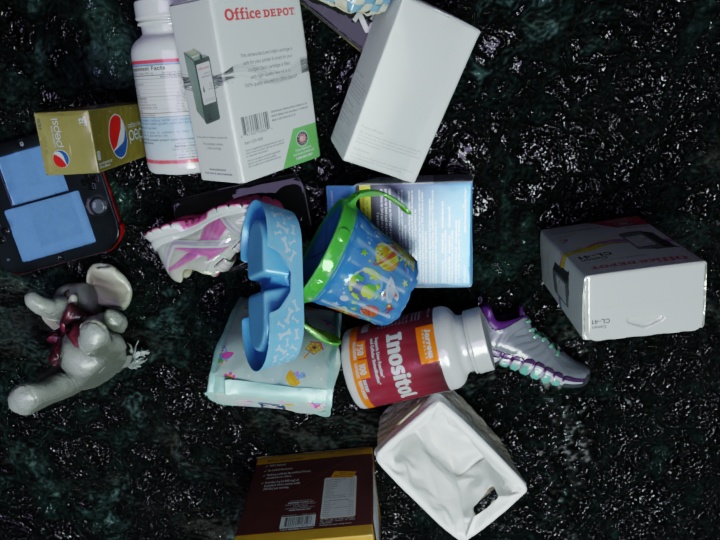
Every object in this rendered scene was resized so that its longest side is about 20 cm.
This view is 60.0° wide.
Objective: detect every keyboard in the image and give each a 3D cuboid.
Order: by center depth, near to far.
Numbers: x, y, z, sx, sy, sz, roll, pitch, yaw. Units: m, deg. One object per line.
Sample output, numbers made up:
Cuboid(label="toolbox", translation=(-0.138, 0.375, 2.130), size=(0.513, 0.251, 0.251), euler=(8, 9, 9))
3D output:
Cuboid(label="keyboard", translation=(-0.163, -0.058, 0.890), size=(0.194, 0.021, 0.131), euler=(-10, 101, 6))

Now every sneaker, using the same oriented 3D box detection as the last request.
Cuboid(label="sneaker", translation=(-0.189, -0.043, 0.850), size=(0.195, 0.081, 0.090), euler=(-16, 102, 14))
Cuboid(label="sneaker", translation=(0.249, 0.104, 0.903), size=(0.195, 0.075, 0.090), euler=(17, 102, -3))

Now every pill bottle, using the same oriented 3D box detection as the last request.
Cuboid(label="pill bottle", translation=(-0.230, -0.231, 0.791), size=(0.105, 0.109, 0.206), euler=(-3, 107, 2))
Cuboid(label="pill bottle", translation=(0.080, 0.115, 0.862), size=(0.195, 0.113, 0.116), euler=(-16, 107, 14))

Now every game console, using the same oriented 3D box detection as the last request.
Cuboid(label="game console", translation=(-0.445, -0.098, 0.879), size=(0.195, 0.031, 0.181), euler=(-13, 107, 5))

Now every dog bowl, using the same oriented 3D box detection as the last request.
Cuboid(label="dog bowl", translation=(-0.107, 0.017, 0.759), size=(0.048, 0.111, 0.206), euler=(1, 82, -27))

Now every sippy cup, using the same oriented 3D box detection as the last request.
Cuboid(label="sippy cup", translation=(0.000, 0.000, 0.791), size=(0.128, 0.142, 0.178), euler=(27, 132, -14))

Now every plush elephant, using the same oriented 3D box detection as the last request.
Cuboid(label="plush elephant", translation=(-0.399, 0.078, 0.876), size=(0.164, 0.200, 0.156), euler=(-41, 79, 11))

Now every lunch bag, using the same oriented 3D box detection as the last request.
Cuboid(label="lunch bag", translation=(-0.110, 0.127, 0.851), size=(0.165, 0.201, 0.125), euler=(7, 108, -2))

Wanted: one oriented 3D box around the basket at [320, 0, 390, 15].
Cuboid(label="basket", translation=(-0.017, -0.394, 0.658), size=(0.174, 0.139, 0.203), euler=(31, 129, 19))

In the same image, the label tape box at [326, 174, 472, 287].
Cuboid(label="label tape box", translation=(0.056, -0.054, 0.863), size=(0.194, 0.066, 0.147), euler=(0, 108, 8))

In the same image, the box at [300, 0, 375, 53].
Cuboid(label="box", translation=(0.003, -0.399, 0.766), size=(0.158, 0.049, 0.202), euler=(34, 105, -11))

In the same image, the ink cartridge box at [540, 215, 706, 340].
Cuboid(label="ink cartridge box", translation=(0.326, 0.003, 0.801), size=(0.143, 0.201, 0.088), euler=(-7, 108, 3))

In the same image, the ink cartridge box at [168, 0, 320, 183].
Cuboid(label="ink cartridge box", translation=(-0.134, -0.225, 0.760), size=(0.083, 0.145, 0.205), euler=(10, 115, 37))

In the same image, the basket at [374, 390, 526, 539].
Cuboid(label="basket", translation=(0.128, 0.268, 0.928), size=(0.135, 0.124, 0.200), euler=(-42, 103, 13))

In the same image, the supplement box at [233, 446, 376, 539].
Cuboid(label="supplement box", translation=(-0.069, 0.386, 0.929), size=(0.191, 0.201, 0.136), euler=(-6, 108, 3))

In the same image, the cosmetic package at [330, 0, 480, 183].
Cuboid(label="cosmetic package", translation=(0.050, -0.227, 0.775), size=(0.110, 0.082, 0.204), euler=(14, 114, -24))

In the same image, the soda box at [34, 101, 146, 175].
Cuboid(label="soda box", translation=(-0.312, -0.167, 0.765), size=(0.062, 0.201, 0.070), euler=(-3, 108, 3))
